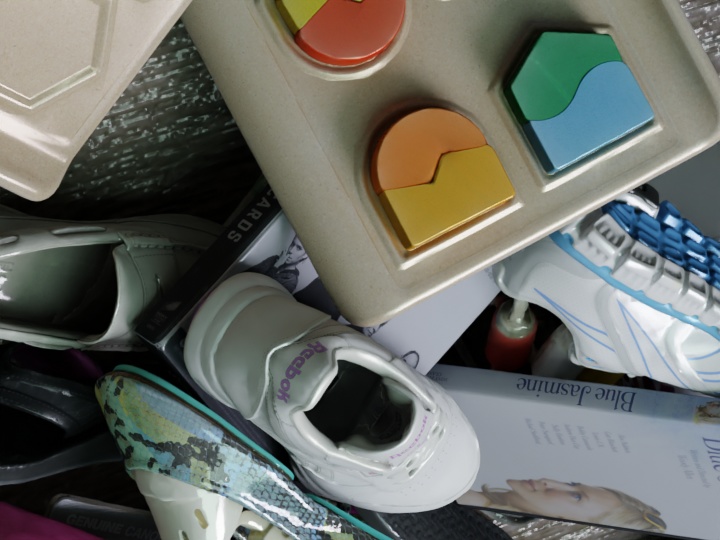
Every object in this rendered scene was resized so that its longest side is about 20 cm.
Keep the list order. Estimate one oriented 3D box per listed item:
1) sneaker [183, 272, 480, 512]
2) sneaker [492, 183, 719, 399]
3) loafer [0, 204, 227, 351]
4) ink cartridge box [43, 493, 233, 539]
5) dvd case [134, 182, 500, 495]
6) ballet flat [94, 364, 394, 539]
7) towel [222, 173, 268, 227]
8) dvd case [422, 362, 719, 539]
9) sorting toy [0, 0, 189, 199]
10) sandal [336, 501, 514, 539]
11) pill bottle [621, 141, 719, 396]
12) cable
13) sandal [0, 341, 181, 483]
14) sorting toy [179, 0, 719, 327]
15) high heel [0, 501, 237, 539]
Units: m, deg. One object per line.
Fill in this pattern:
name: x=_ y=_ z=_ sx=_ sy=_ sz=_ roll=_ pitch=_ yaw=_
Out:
sneaker: x=0.003 y=0.074 z=1.266 sx=0.200 sy=0.100 sz=0.075 roll=34 pitch=88 yaw=-49
sneaker: x=0.148 y=0.026 z=1.334 sx=0.200 sy=0.075 sz=0.087 roll=34 pitch=128 yaw=-20
loafer: x=-0.117 y=0.010 z=1.272 sx=0.200 sy=0.070 sz=0.070 roll=5 pitch=115 yaw=-27
ink cartridge box: x=-0.120 y=0.193 z=1.401 sx=0.200 sy=0.084 sz=0.176 roll=17 pitch=98 yaw=-38
dvd case: x=0.000 y=0.000 z=1.312 sx=0.200 sy=0.025 sz=0.150 roll=-48 pitch=137 yaw=-12
ballet flat: x=-0.048 y=0.119 z=1.271 sx=0.200 sy=0.074 sz=0.074 roll=35 pitch=103 yaw=-23
towel: x=0.022 y=-0.040 z=1.360 sx=0.152 sy=0.023 sz=0.200 roll=24 pitch=109 yaw=-41
dvd case: x=0.124 y=0.095 z=1.393 sx=0.143 sy=0.200 sz=0.018 roll=62 pitch=40 yaw=-55
sorting toy: x=-0.147 y=-0.145 z=1.167 sx=0.185 sy=0.036 sz=0.200 roll=27 pitch=103 yaw=-41
sandal: x=0.031 y=0.145 z=1.476 sx=0.048 sy=0.075 sz=0.200 roll=-30 pitch=136 yaw=18
pill bottle: x=0.185 y=0.025 z=1.442 sx=0.113 sy=0.113 sz=0.200 roll=-26 pitch=132 yaw=-10
cable: x=0.077 y=0.072 z=1.437 sx=0.097 sy=0.050 sz=0.200 roll=13 pitch=135 yaw=-7
sandal: x=-0.136 y=0.056 z=1.301 sx=0.200 sy=0.075 sz=0.048 roll=-4 pitch=123 yaw=-39
sorting toy: x=0.041 y=-0.098 z=1.242 sx=0.200 sy=0.036 sz=0.185 roll=-28 pitch=89 yaw=-6
high heel: x=-0.106 y=0.126 z=1.305 sx=0.067 sy=0.096 sz=0.200 roll=-27 pitch=170 yaw=42
